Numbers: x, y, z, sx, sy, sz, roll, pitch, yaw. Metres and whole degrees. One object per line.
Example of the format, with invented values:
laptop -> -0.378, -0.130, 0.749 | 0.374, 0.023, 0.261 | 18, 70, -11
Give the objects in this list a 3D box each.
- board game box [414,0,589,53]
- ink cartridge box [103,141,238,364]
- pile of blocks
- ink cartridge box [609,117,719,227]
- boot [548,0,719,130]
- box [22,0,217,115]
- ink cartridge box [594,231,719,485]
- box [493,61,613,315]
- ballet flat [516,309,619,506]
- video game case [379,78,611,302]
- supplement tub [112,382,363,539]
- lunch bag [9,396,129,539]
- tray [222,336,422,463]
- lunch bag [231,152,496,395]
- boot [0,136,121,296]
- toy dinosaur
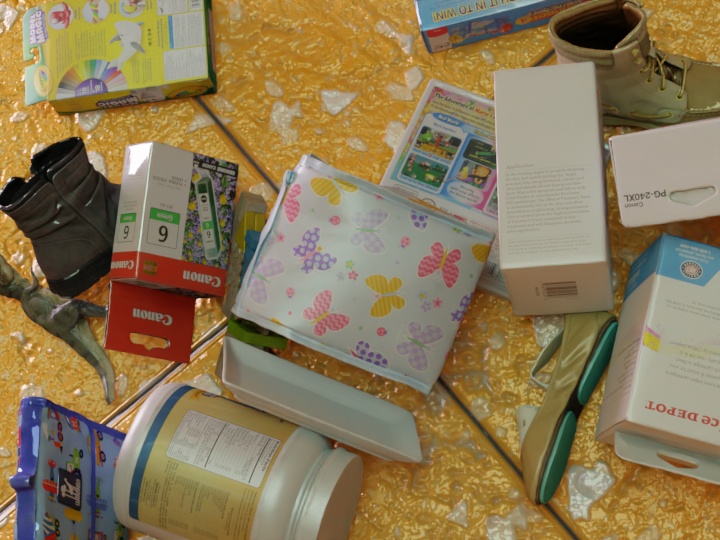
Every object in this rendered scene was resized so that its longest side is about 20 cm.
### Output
board game box -> 0.141, -0.342, 1.805 | 0.199, 0.056, 0.196 | -13, 71, 6
ink cartridge box -> -0.183, -0.016, 1.718 | 0.050, 0.109, 0.201 | -4, 77, 48
pile of blocks -> -0.091, 0.023, 1.721 | 0.062, 0.082, 0.201 | 10, 76, -28
ink cartridge box -> 0.328, -0.096, 1.584 | 0.145, 0.200, 0.084 | -8, 92, 30
boot -> 0.278, -0.197, 1.680 | 0.199, 0.156, 0.073 | 4, 67, 11
box -> -0.253, -0.229, 1.846 | 0.199, 0.048, 0.118 | -6, 72, 6
ink cartridge box -> 0.296, 0.089, 1.589 | 0.128, 0.125, 0.201 | 16, 76, -3
box -> 0.180, -0.074, 1.646 | 0.097, 0.124, 0.201 | -4, 67, 10
ballet flat -> 0.181, 0.124, 1.651 | 0.063, 0.069, 0.200 | 17, 67, 24
video game case -> 0.122, -0.076, 1.742 | 0.199, 0.024, 0.182 | 22, 77, 17
supplement tub -> -0.112, 0.198, 1.633 | 0.199, 0.145, 0.145 | 17, 76, 14
lunch bag -> -0.283, 0.208, 1.631 | 0.094, 0.200, 0.151 | -3, 73, 10
tray -> -0.039, 0.125, 1.634 | 0.199, 0.107, 0.022 | 23, 106, -11
lunch bag -> 0.000, 0.000, 1.653 | 0.199, 0.127, 0.170 | 21, 90, -10
boot -> -0.251, -0.079, 1.728 | 0.070, 0.132, 0.200 | 14, 48, 42
toy dinosaur -> -0.287, 0.037, 1.771 | 0.200, 0.047, 0.088 | 42, 88, 17
